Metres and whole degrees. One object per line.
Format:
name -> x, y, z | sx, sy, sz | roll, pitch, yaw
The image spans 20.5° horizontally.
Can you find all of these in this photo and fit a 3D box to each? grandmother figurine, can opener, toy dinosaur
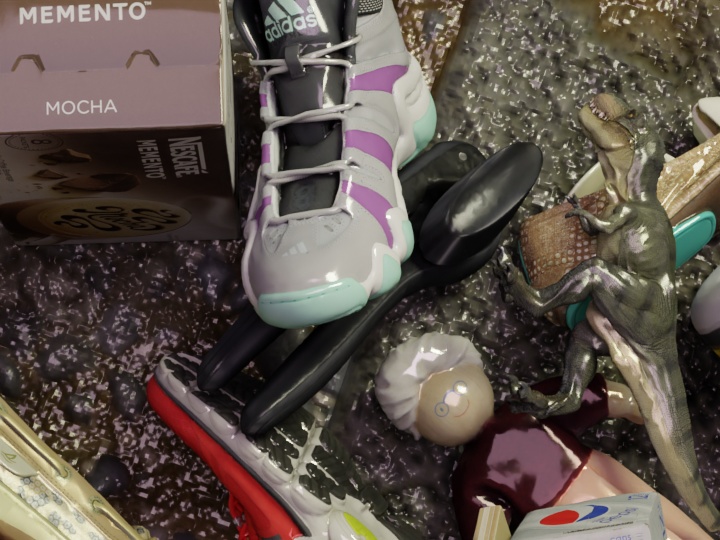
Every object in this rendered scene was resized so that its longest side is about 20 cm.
grandmother figurine -> 0.092, 0.098, 0.909 | 0.199, 0.061, 0.122 | 38, 71, 3
can opener -> 0.000, 0.000, 0.894 | 0.063, 0.079, 0.200 | 44, 58, 14
toy dinosaur -> 0.105, 0.023, 0.874 | 0.087, 0.047, 0.202 | -10, 89, -9

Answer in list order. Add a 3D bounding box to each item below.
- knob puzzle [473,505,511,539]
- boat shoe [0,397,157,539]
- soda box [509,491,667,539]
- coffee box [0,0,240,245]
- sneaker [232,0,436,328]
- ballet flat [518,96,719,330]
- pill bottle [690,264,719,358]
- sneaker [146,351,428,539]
knob puzzle -> 0.058, 0.230, 0.825 | 0.030, 0.219, 0.222 | -9, 78, 16
boat shoe -> -0.122, 0.117, 0.869 | 0.200, 0.073, 0.063 | 42, 54, -22
soda box -> 0.114, 0.202, 0.853 | 0.063, 0.068, 0.202 | -10, 93, 13
coffee box -> -0.110, -0.071, 0.863 | 0.112, 0.200, 0.081 | -2, 78, -3
sneaker -> -0.025, -0.078, 0.849 | 0.077, 0.201, 0.141 | -11, 122, 15
ballet flat -> 0.160, -0.046, 0.939 | 0.199, 0.071, 0.066 | -28, 61, -11
pill bottle -> 0.250, 0.056, 0.890 | 0.112, 0.112, 0.200 | -42, 90, -9
sneaker -> -0.035, 0.123, 0.890 | 0.200, 0.077, 0.085 | 47, 107, 9
